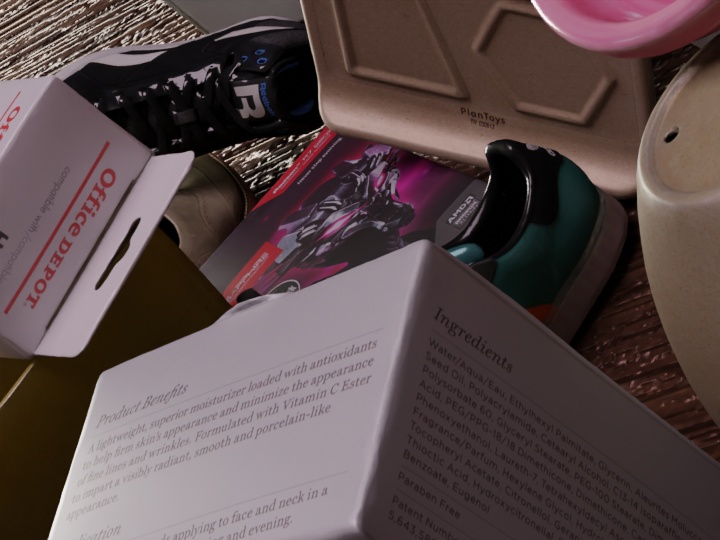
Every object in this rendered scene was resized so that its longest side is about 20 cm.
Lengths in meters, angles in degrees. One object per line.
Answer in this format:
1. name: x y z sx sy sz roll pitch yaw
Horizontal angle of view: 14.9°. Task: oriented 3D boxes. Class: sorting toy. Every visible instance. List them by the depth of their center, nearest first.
1. sorting toy: 0.050 -0.136 1.268 0.185 0.200 0.036 14 44 27

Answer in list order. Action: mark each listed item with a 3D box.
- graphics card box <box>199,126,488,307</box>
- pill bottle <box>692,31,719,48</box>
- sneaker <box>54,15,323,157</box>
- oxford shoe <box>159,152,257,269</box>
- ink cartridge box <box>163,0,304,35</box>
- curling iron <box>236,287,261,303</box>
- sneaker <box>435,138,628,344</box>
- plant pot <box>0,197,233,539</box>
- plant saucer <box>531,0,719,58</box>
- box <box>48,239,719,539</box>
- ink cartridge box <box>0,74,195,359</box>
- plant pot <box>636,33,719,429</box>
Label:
1. graphics card box: 0.000 0.000 1.375 0.126 0.051 0.200 -48 29 -7
2. pill bottle: 0.204 -0.197 1.250 0.112 0.112 0.200 1 57 56
3. sneaker: -0.093 -0.094 1.524 0.200 0.073 0.112 -25 17 -23
4. oxford shoe: -0.103 -0.025 1.536 0.070 0.075 0.200 -43 29 14
5. ink cartridge box: -0.037 -0.248 1.690 0.144 0.085 0.200 -26 36 40
6. curling iron: -0.008 0.048 1.241 0.200 0.025 0.050 -142 52 -58
7. sneaker: 0.045 0.033 1.243 0.071 0.080 0.200 1 61 56
8. plant pot: -0.135 0.078 1.356 0.200 0.176 0.200 -53 27 -2
9. plant saucer: 0.136 -0.178 1.085 0.200 0.051 0.201 -29 54 50
10. box: 0.012 0.113 1.075 0.199 0.200 0.131 -22 42 42
11. ink cartridge box: -0.173 -0.025 1.273 0.200 0.068 0.116 0 57 55
12. plant pot: 0.184 -0.026 1.057 0.200 0.134 0.201 -36 31 26
